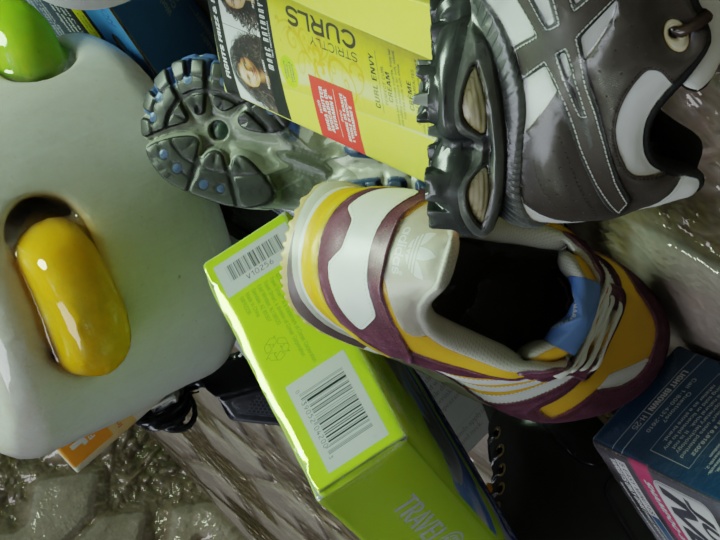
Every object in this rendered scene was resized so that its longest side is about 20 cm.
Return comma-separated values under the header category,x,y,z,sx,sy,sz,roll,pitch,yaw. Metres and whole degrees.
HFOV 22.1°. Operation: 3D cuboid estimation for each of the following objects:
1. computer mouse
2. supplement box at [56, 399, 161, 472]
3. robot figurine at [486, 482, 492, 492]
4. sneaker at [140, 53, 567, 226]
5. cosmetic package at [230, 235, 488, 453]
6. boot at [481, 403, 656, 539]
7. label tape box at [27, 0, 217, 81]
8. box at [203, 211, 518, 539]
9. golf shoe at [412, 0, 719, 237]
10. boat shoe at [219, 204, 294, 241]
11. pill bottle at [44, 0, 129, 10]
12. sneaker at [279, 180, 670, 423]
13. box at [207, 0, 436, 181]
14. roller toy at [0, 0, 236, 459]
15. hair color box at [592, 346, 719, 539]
category,x,y,z,sx,sy,sz,roll,pitch,yaw
computer mouse,-0.038,0.064,1.124,0.198,0.053,0.139,6,-168,-3
supplement box,-0.130,-0.002,1.046,0.126,0.200,0.073,52,172,-27
robot figurine,0.119,0.191,1.006,0.199,0.145,0.058,34,166,19
sneaker,0.009,-0.046,0.804,0.199,0.077,0.085,27,-160,11
cosmetic package,-0.010,0.026,0.991,0.200,0.102,0.074,54,163,-24
boot,0.068,0.101,0.890,0.200,0.138,0.078,37,165,36
label tape box,-0.129,-0.137,0.956,0.200,0.063,0.144,26,156,50
box,0.011,0.074,0.785,0.122,0.048,0.200,60,-175,34
golf shoe,0.061,-0.097,0.509,0.094,0.078,0.201,3,134,9
boat shoe,0.000,0.000,0.870,0.199,0.070,0.066,35,126,7
pill bottle,-0.107,-0.173,0.676,0.111,0.111,0.200,44,165,9
sneaker,0.066,0.020,0.688,0.199,0.075,0.090,14,178,-41
box,0.011,-0.082,0.674,0.200,0.050,0.076,29,135,51
roller toy,-0.155,-0.008,0.885,0.200,0.139,0.183,53,155,25
hair color box,0.187,0.106,0.709,0.100,0.061,0.200,53,165,-28
